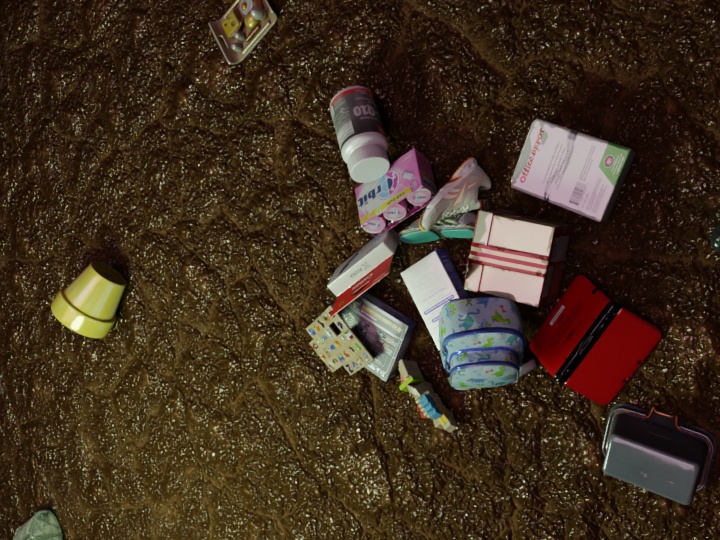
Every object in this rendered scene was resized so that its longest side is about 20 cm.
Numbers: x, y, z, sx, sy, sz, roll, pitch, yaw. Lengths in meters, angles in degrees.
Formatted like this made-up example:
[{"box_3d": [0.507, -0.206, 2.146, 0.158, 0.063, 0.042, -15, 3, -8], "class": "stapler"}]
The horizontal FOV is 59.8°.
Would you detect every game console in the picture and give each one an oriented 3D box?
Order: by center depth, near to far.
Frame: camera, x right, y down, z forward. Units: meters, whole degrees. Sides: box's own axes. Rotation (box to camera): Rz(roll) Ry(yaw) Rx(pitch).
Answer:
[{"box_3d": [0.478, 0.143, 1.294, 0.202, 0.117, 0.173, -60, 35, 21], "class": "game console"}]

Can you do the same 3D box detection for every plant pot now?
[{"box_3d": [-0.871, 0.084, 2.049, 0.200, 0.200, 0.190, 38, 97, 23], "class": "plant pot"}]

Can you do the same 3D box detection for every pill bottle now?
[{"box_3d": [0.001, -0.317, 1.464, 0.113, 0.113, 0.204, -30, 61, 30], "class": "pill bottle"}]

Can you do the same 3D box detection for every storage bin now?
[{"box_3d": [0.561, 0.348, 1.194, 0.197, 0.133, 0.149, 16, 103, 29], "class": "storage bin"}]

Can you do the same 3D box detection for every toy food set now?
[{"box_3d": [-0.323, -0.683, 1.693, 0.199, 0.060, 0.145, -36, 76, 29], "class": "toy food set"}]

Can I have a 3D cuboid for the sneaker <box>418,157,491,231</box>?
[{"box_3d": [0.210, -0.150, 1.359, 0.092, 0.076, 0.200, 42, 81, 3], "class": "sneaker"}]

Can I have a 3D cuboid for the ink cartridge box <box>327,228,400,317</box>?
[{"box_3d": [0.000, 0.000, 1.493, 0.045, 0.177, 0.199, 44, 120, -13], "class": "ink cartridge box"}]

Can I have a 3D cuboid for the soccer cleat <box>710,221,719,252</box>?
[{"box_3d": [0.705, -0.099, 1.089, 0.199, 0.081, 0.068, -38, 75, 29], "class": "soccer cleat"}]

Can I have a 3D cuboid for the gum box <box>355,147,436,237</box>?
[{"box_3d": [0.077, -0.177, 1.462, 0.198, 0.066, 0.115, -31, 51, 31], "class": "gum box"}]

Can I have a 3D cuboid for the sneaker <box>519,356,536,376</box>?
[{"box_3d": [0.283, 0.192, 1.388, 0.197, 0.075, 0.116, -19, 82, 30], "class": "sneaker"}]

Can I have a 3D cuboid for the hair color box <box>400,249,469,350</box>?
[{"box_3d": [0.188, 0.066, 1.443, 0.108, 0.064, 0.203, -32, 76, 29], "class": "hair color box"}]

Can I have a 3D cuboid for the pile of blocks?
[{"box_3d": [0.142, 0.308, 1.484, 0.062, 0.082, 0.201, -45, 72, 26], "class": "pile of blocks"}]

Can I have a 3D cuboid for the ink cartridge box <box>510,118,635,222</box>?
[{"box_3d": [0.423, -0.203, 1.256, 0.198, 0.083, 0.149, 28, 109, 26], "class": "ink cartridge box"}]

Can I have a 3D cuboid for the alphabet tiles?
[{"box_3d": [-0.062, 0.190, 1.583, 0.168, 0.008, 0.200, 50, 144, 2], "class": "alphabet tiles"}]

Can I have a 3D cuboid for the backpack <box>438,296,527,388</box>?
[{"box_3d": [0.247, 0.148, 1.263, 0.179, 0.201, 0.150, -6, 57, 10], "class": "backpack"}]

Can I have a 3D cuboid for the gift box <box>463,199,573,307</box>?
[{"box_3d": [0.311, -0.039, 1.281, 0.184, 0.199, 0.189, 15, 97, 31], "class": "gift box"}]

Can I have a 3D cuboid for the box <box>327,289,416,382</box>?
[{"box_3d": [0.025, 0.155, 1.563, 0.198, 0.048, 0.161, 29, 109, 27], "class": "box"}]

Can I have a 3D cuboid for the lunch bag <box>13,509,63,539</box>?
[{"box_3d": [-1.246, 1.035, 2.407, 0.199, 0.138, 0.170, -39, 58, 28], "class": "lunch bag"}]

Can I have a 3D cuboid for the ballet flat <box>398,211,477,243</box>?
[{"box_3d": [0.182, -0.104, 1.438, 0.197, 0.072, 0.074, -4, 93, 32], "class": "ballet flat"}]
